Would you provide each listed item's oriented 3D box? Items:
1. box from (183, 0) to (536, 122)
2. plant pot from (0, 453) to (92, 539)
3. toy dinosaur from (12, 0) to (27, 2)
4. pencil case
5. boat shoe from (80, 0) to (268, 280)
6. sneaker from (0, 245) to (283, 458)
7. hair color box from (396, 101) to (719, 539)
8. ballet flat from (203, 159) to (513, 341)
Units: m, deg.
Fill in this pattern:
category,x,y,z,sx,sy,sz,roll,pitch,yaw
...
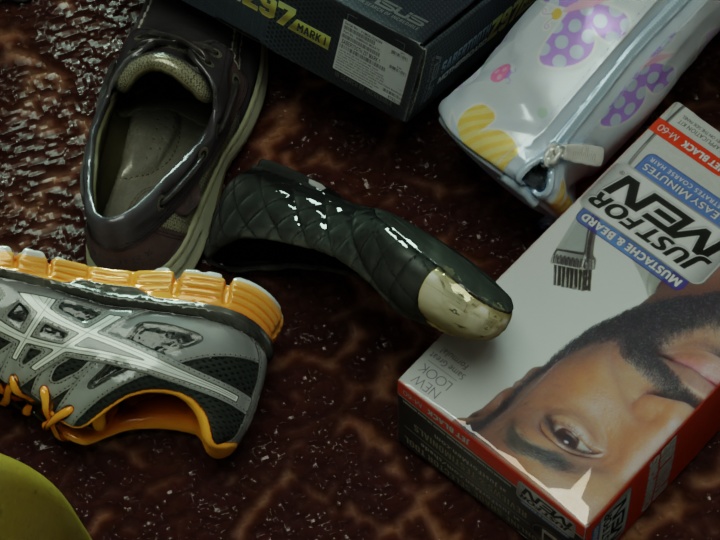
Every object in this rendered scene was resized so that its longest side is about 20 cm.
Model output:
category,x,y,z,sx,sy,sz,roll,pitch,yaw
box,-0.013,-0.169,1.176,0.200,0.051,0.158,31,43,18
plant pot,-0.221,0.148,0.928,0.194,0.200,0.196,11,61,8
toy dinosaur,-0.222,-0.240,1.234,0.200,0.086,0.136,35,72,26
pencil case,0.123,-0.117,1.104,0.083,0.091,0.200,39,94,-3
boat shoe,-0.090,-0.082,1.142,0.072,0.065,0.200,9,58,10
sneaker,-0.137,0.039,1.067,0.200,0.078,0.077,3,68,5
hair color box,0.122,0.029,1.074,0.111,0.064,0.200,37,67,20
ballet flat,0.000,0.000,1.064,0.200,0.066,0.057,25,86,52
